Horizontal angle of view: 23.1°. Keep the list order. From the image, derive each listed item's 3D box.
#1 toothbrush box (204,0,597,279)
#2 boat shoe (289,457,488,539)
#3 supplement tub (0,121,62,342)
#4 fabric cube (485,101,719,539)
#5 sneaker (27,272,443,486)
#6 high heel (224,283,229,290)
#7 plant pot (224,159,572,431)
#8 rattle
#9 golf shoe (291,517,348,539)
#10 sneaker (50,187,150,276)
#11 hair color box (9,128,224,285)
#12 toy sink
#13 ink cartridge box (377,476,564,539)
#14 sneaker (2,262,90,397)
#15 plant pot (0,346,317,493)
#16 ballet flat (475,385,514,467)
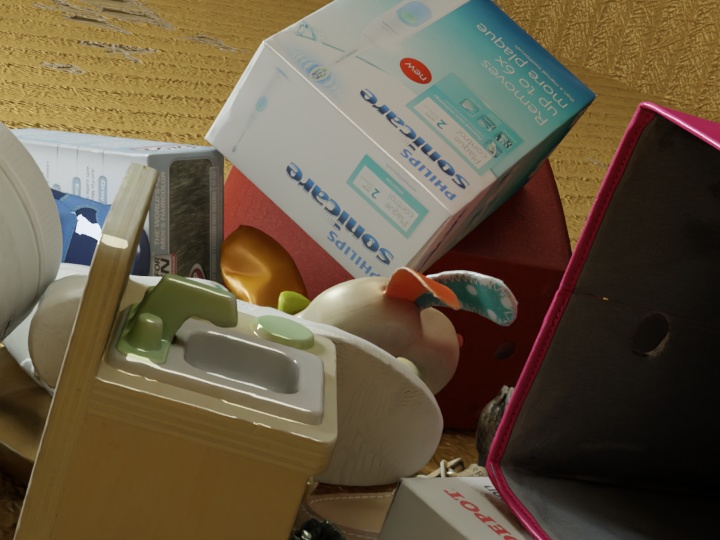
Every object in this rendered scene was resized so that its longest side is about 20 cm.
[{"bbox_3d":[0.028,-0.092,1.050,0.146,0.085,0.200,43,40,8],"label":"toothbrush box"},{"bbox_3d":[0.049,0.130,0.941,0.199,0.065,0.071,7,19,-34],"label":"boat shoe"},{"bbox_3d":[-0.237,0.015,0.778,0.131,0.133,0.200,22,38,14],"label":"supplement tub"},{"bbox_3d":[0.212,0.066,0.793,0.198,0.201,0.196,12,19,-34],"label":"fabric cube"},{"bbox_3d":[-0.055,0.038,0.843,0.199,0.076,0.089,20,17,-9],"label":"sneaker"},{"bbox_3d":[-0.137,0.011,1.169,0.200,0.096,0.067,42,51,18],"label":"high heel"},{"bbox_3d":[0.027,-0.003,1.170,0.199,0.201,0.177,8,32,-33],"label":"plant pot"},{"bbox_3d":[0.000,0.000,0.930,0.129,0.200,0.144,12,57,-11],"label":"rattle"},{"bbox_3d":[0.008,0.181,0.744,0.088,0.077,0.200,33,10,-28],"label":"golf shoe"},{"bbox_3d":[-0.201,-0.020,0.997,0.199,0.074,0.082,21,5,37],"label":"sneaker"},{"bbox_3d":[-0.168,-0.030,1.072,0.060,0.100,0.199,-7,12,-44],"label":"hair color box"},{"bbox_3d":[-0.075,0.074,0.739,0.111,0.201,0.130,16,15,-7],"label":"toy sink"},{"bbox_3d":[0.116,0.168,0.851,0.199,0.084,0.145,5,21,-42],"label":"ink cartridge box"},{"bbox_3d":[-0.125,0.052,0.893,0.199,0.073,0.085,28,15,26],"label":"sneaker"},{"bbox_3d":[-0.120,0.093,0.949,0.199,0.028,0.200,17,15,-5],"label":"plant pot"},{"bbox_3d":[0.103,0.083,0.980,0.067,0.047,0.200,3,-1,18],"label":"ballet flat"}]
